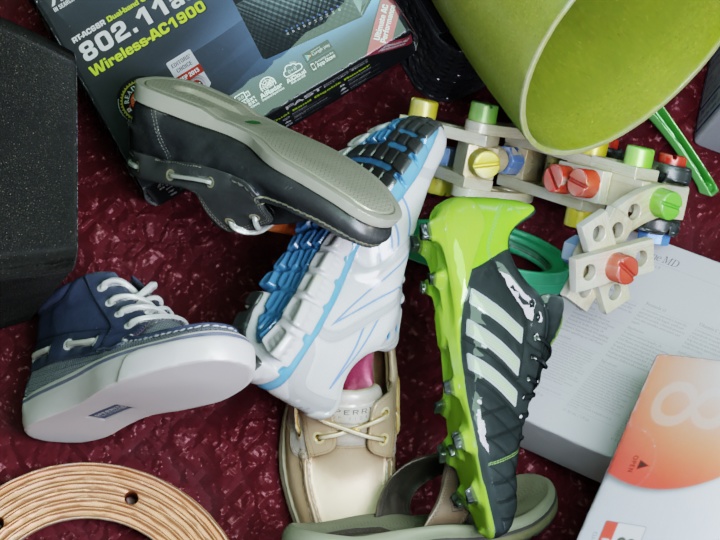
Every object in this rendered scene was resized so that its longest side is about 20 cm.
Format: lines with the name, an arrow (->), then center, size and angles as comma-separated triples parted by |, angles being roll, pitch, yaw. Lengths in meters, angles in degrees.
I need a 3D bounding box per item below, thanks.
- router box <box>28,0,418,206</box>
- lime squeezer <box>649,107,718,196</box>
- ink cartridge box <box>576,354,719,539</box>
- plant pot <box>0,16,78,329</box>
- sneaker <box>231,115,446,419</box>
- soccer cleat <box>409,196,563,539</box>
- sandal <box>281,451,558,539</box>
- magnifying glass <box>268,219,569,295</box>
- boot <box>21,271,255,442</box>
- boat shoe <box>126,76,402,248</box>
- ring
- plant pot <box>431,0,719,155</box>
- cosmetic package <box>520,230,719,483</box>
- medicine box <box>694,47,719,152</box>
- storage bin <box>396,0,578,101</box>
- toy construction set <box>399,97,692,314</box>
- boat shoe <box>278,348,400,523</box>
router box -> -0.085, -0.156, 1.748 | 0.200, 0.062, 0.150 | -31, 79, -1
lime squeezer -> 0.182, -0.138, 1.780 | 0.038, 0.200, 0.071 | -27, 36, -22
ink cartridge box -> 0.229, 0.130, 1.548 | 0.200, 0.050, 0.162 | 3, 52, 35
plant pot -> -0.266, -0.055, 1.652 | 0.177, 0.200, 0.200 | 3, 72, -18
sneaker -> 0.000, 0.000, 1.667 | 0.087, 0.075, 0.200 | 42, 73, -31
soccer cleat -> 0.081, 0.054, 1.624 | 0.081, 0.068, 0.200 | -6, 83, -11
sandal -> 0.041, 0.138, 1.658 | 0.201, 0.080, 0.057 | -5, 93, -42
magnifying glass -> 0.037, -0.017, 1.731 | 0.200, 0.080, 0.022 | 12, 111, -20
boot -> -0.134, 0.037, 1.643 | 0.073, 0.200, 0.090 | 17, 66, -39
boat shoe -> -0.058, -0.052, 1.641 | 0.200, 0.072, 0.068 | 26, 107, 33
ring -> -0.163, 0.214, 1.672 | 0.200, 0.019, 0.201 | 2, 73, -7
plant pot -> 0.105, -0.203, 1.672 | 0.187, 0.187, 0.200 | -35, 61, -17
cosmetic package -> 0.195, 0.067, 1.696 | 0.200, 0.052, 0.151 | 23, 68, 41
medicine box -> 0.301, -0.184, 1.777 | 0.103, 0.182, 0.200 | 16, 72, -4
storage bin -> 0.104, -0.215, 1.803 | 0.200, 0.094, 0.135 | -27, 79, -15
toy construction set -> 0.124, -0.050, 1.720 | 0.131, 0.200, 0.092 | 7, 113, -39
boat shoe -> -0.012, 0.082, 1.707 | 0.074, 0.069, 0.200 | -2, 74, -10
